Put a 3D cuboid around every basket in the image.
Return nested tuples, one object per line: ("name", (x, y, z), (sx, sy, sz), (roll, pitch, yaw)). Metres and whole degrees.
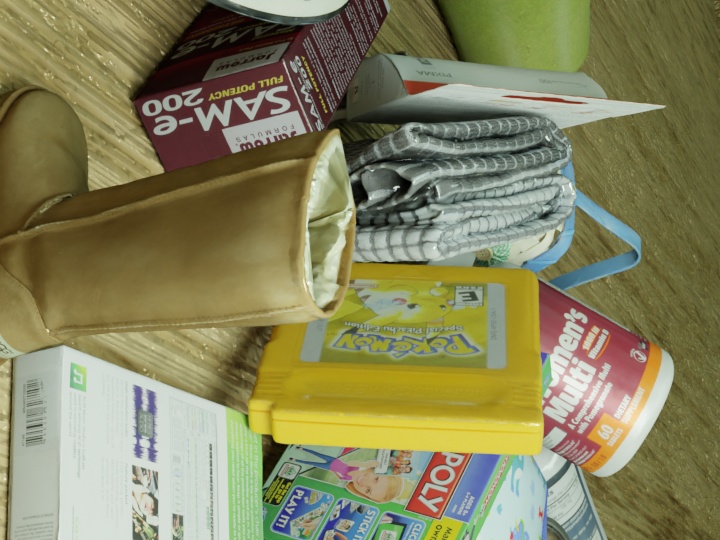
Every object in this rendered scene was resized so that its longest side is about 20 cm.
("basket", (0.113, -0.034, 1.178), (0.200, 0.176, 0.140), (31, 48, -35))

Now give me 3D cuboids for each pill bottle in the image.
("pill bottle", (0.124, 0.062, 1.053), (0.200, 0.110, 0.110), (30, 34, -1))
("pill bottle", (0.128, 0.181, 1.170), (0.201, 0.119, 0.120), (68, 26, -22))

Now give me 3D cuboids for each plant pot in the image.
("plant pot", (0.152, -0.285, 1.384), (0.185, 0.200, 0.201), (71, 22, -44))

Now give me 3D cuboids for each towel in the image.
("towel", (0.032, -0.058, 0.964), (0.200, 0.165, 0.086), (-13, 99, -51))

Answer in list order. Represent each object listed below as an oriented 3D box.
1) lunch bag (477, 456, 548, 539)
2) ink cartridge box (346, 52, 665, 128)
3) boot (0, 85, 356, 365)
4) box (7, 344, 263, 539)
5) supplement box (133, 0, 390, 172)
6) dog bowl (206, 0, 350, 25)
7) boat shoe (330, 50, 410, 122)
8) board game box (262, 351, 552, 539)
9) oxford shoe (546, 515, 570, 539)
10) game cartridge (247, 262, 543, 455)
("lunch bag", (0.052, 0.190, 0.982), (0.170, 0.127, 0.200), (58, 30, -39))
("ink cartridge box", (0.096, -0.131, 0.988), (0.200, 0.162, 0.057), (166, -75, -70))
("boot", (-0.096, -0.034, 0.666), (0.066, 0.199, 0.176), (49, 37, -48))
("box", (-0.114, 0.134, 0.756), (0.200, 0.036, 0.145), (32, 51, -57))
("supplement box", (-0.059, -0.143, 0.916), (0.200, 0.108, 0.061), (-68, 141, -53))
("dog bowl", (-0.073, -0.245, 0.851), (0.200, 0.074, 0.201), (24, 38, -21))
("boat shoe", (0.017, -0.160, 1.145), (0.200, 0.067, 0.057), (-26, 108, -62))
("board game box", (0.027, 0.116, 0.898), (0.200, 0.134, 0.029), (-57, 149, -40))
("oxford shoe", (0.133, 0.281, 1.104), (0.084, 0.072, 0.201), (-65, 156, -59))
("game cartridge", (0.028, 0.050, 0.898), (0.200, 0.176, 0.033), (-78, 169, -65))
